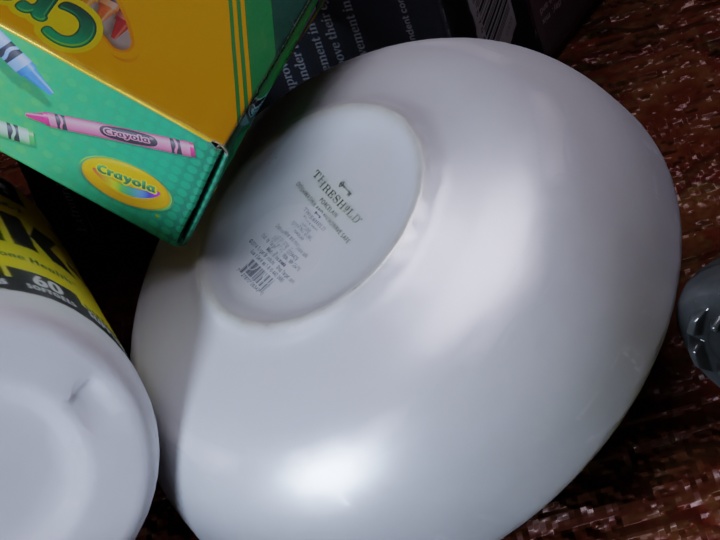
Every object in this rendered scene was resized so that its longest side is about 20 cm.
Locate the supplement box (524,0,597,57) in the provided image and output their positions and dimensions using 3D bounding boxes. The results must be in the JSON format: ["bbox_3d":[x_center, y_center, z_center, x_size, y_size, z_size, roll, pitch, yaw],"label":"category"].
[{"bbox_3d":[0.026,-0.192,0.862,0.110,0.201,0.086,8,43,34],"label":"supplement box"}]

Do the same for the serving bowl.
[{"bbox_3d":[0.000,0.000,0.676,0.199,0.066,0.201,-22,46,25],"label":"serving bowl"}]

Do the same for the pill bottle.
[{"bbox_3d":[-0.145,0.027,0.716,0.114,0.115,0.200,-26,28,-10],"label":"pill bottle"}]

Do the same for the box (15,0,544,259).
[{"bbox_3d":[-0.044,-0.099,0.817,0.198,0.149,0.105,-4,37,21],"label":"box"}]

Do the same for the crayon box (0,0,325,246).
[{"bbox_3d":[-0.114,-0.109,0.682,0.199,0.058,0.119,28,51,-2],"label":"crayon box"}]

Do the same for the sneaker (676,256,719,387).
[{"bbox_3d":[0.197,0.001,0.638,0.198,0.067,0.091,-5,34,14],"label":"sneaker"}]
